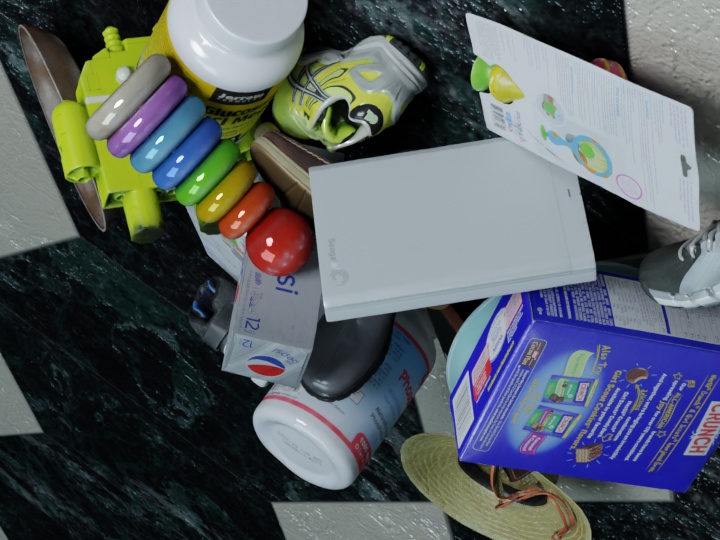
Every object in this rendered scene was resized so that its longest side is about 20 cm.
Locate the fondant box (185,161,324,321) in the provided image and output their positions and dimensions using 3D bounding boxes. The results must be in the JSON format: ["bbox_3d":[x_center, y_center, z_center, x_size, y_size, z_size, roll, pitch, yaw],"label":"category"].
[{"bbox_3d":[-0.092,-0.030,1.768,0.144,0.058,0.200,41,168,20],"label":"fondant box"}]

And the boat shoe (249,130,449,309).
[{"bbox_3d":[0.005,-0.054,1.534,0.200,0.072,0.072,36,162,2],"label":"boat shoe"}]

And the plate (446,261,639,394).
[{"bbox_3d":[0.169,0.074,1.571,0.026,0.199,0.201,-105,-6,-46],"label":"plate"}]

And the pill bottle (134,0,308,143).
[{"bbox_3d":[-0.111,-0.179,1.562,0.112,0.113,0.200,39,154,-3],"label":"pill bottle"}]

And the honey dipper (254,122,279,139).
[{"bbox_3d":[-0.047,-0.065,1.709,0.038,0.038,0.200,19,159,33],"label":"honey dipper"}]

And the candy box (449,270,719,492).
[{"bbox_3d":[0.191,0.085,1.504,0.199,0.077,0.170,11,134,-14],"label":"candy box"}]

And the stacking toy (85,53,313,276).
[{"bbox_3d":[-0.118,-0.071,1.517,0.200,0.085,0.085,45,153,-10],"label":"stacking toy"}]

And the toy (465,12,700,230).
[{"bbox_3d":[0.168,-0.117,1.387,0.199,0.047,0.116,26,147,33],"label":"toy"}]

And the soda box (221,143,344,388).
[{"bbox_3d":[-0.062,-0.008,1.591,0.068,0.201,0.064,12,146,-7],"label":"soda box"}]

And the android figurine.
[{"bbox_3d":[-0.173,-0.122,1.662,0.041,0.181,0.201,123,137,-61],"label":"android figurine"}]

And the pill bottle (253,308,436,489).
[{"bbox_3d":[-0.001,0.090,1.755,0.108,0.200,0.109,29,153,17],"label":"pill bottle"}]

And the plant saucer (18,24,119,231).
[{"bbox_3d":[-0.259,-0.134,1.767,0.201,0.032,0.201,60,165,27],"label":"plant saucer"}]

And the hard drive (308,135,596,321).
[{"bbox_3d":[0.066,-0.035,1.443,0.199,0.133,0.026,-9,144,2],"label":"hard drive"}]

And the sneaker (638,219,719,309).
[{"bbox_3d":[0.267,-0.041,1.377,0.199,0.075,0.116,-9,124,43],"label":"sneaker"}]

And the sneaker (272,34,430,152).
[{"bbox_3d":[-0.026,-0.135,1.567,0.075,0.077,0.200,43,155,-16],"label":"sneaker"}]

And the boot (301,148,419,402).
[{"bbox_3d":[0.000,0.000,1.616,0.069,0.201,0.132,20,153,23],"label":"boot"}]

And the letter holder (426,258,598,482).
[{"bbox_3d":[0.147,0.057,1.656,0.101,0.142,0.201,57,172,46],"label":"letter holder"}]

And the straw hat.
[{"bbox_3d":[0.145,0.183,1.853,0.200,0.085,0.201,24,152,14],"label":"straw hat"}]

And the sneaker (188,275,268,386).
[{"bbox_3d":[-0.107,0.045,1.897,0.112,0.073,0.200,38,-173,1],"label":"sneaker"}]
